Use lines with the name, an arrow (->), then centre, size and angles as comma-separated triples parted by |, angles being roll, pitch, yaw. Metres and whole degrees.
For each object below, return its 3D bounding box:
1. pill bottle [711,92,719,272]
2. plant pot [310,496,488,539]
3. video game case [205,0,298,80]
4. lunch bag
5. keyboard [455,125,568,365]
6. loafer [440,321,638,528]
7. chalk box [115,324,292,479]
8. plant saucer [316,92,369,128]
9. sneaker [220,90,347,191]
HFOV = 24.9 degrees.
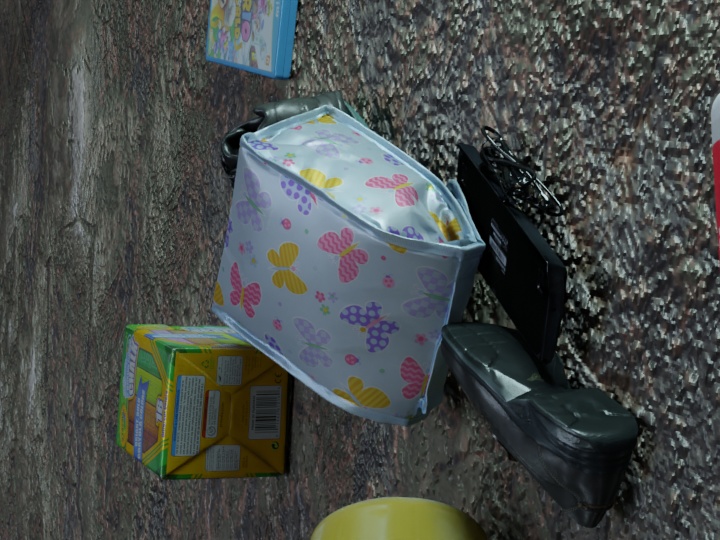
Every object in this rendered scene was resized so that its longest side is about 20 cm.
pill bottle -> 0.227, 0.010, 0.769 | 0.112, 0.112, 0.200 | 162, 107, -63
plant pot -> 0.028, 0.267, 1.107 | 0.201, 0.201, 0.189 | 121, 158, -46
video game case -> -0.106, -0.268, 1.602 | 0.200, 0.018, 0.143 | -154, 69, -62
lunch bag -> 0.000, 0.000, 1.217 | 0.200, 0.127, 0.170 | 35, 130, 32
keyboard -> 0.111, -0.027, 1.116 | 0.200, 0.040, 0.104 | -119, 27, -57
loafer -> 0.106, 0.094, 1.073 | 0.200, 0.073, 0.072 | -133, 46, -58
chalk box -> -0.161, 0.120, 1.570 | 0.200, 0.124, 0.125 | -168, 81, -64
plant saucer -> -0.020, -0.049, 1.386 | 0.200, 0.036, 0.200 | -7, 83, 64
sneaker -> -0.082, -0.088, 1.374 | 0.200, 0.091, 0.076 | 125, 137, -51
